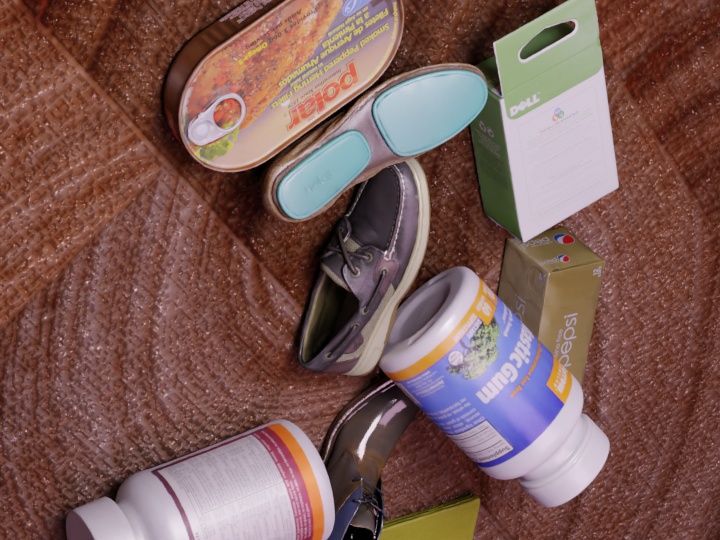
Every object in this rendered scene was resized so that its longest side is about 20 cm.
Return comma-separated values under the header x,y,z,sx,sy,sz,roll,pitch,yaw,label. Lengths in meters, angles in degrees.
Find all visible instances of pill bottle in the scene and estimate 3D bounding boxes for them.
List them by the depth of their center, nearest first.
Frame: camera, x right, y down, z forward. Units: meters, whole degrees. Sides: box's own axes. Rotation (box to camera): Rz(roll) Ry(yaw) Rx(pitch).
x,y,z,sx,sy,sz,roll,pitch,yaw,label
-0.129,0.202,1.652,0.199,0.110,0.110,-20,128,-25,pill bottle
0.115,0.102,1.715,0.112,0.112,0.200,-46,107,-2,pill bottle

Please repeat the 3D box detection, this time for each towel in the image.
x,y,z,sx,sy,sz,roll,pitch,yaw,label
0.020,0.261,1.869,0.199,0.018,0.087,-13,131,-31,towel

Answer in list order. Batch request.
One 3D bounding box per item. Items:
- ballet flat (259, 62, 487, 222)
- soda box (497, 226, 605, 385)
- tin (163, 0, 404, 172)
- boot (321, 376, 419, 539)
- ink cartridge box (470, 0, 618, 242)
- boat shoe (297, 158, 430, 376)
x,y,z,sx,sy,sz,roll,pitch,yaw,label
0.003,-0.104,1.576,0.199,0.072,0.068,-35,115,-13,ballet flat
0.157,0.067,1.806,0.064,0.068,0.202,-12,124,-29,soda box
-0.057,-0.155,1.524,0.199,0.042,0.112,-36,129,-12,tin
0.006,0.183,1.749,0.200,0.097,0.075,-52,135,4,boot
0.145,-0.134,1.670,0.103,0.059,0.201,-29,131,-19,ink cartridge box
-0.001,0.000,1.643,0.066,0.072,0.202,-7,127,-39,boat shoe
